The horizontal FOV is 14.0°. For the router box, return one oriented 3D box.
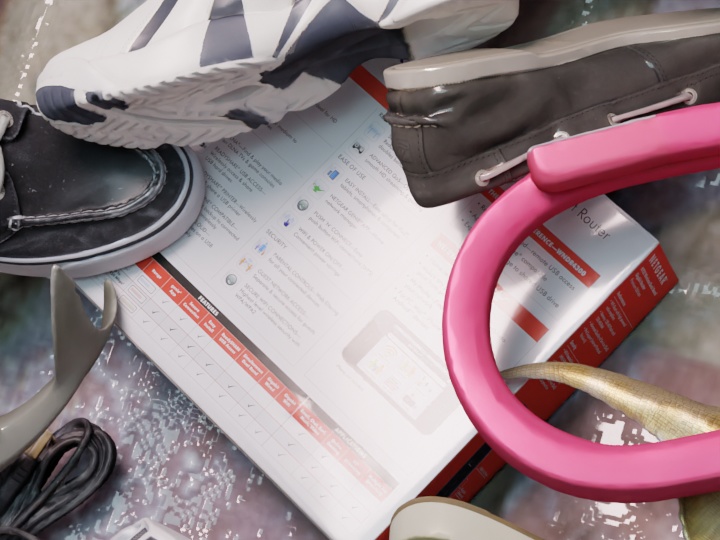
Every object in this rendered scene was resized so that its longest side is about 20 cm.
[{"bbox_3d":[0.000,0.000,1.224,0.179,0.049,0.200,-45,64,-3],"label":"router box"}]

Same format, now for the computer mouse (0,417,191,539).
[{"bbox_3d":[-0.084,0.145,1.200,0.200,0.044,0.110,31,80,28],"label":"computer mouse"}]

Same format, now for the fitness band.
[{"bbox_3d":[0.129,0.012,1.115,0.199,0.037,0.144,-12,76,3],"label":"fitness band"}]

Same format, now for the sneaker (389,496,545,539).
[{"bbox_3d":[0.088,0.157,1.106,0.200,0.067,0.090,17,46,15],"label":"sneaker"}]

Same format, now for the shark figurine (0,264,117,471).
[{"bbox_3d":[-0.195,0.063,1.216,0.214,0.089,0.129,-6,73,36],"label":"shark figurine"}]

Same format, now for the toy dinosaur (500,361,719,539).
[{"bbox_3d":[0.154,0.071,1.130,0.200,0.058,0.101,42,69,11],"label":"toy dinosaur"}]

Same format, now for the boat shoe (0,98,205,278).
[{"bbox_3d":[-0.165,-0.043,1.208,0.199,0.068,0.072,5,75,3],"label":"boat shoe"}]

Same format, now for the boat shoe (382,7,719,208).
[{"bbox_3d":[0.097,-0.069,1.187,0.200,0.067,0.057,-12,101,-28],"label":"boat shoe"}]

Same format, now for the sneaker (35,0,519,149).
[{"bbox_3d":[-0.045,-0.134,1.187,0.199,0.079,0.130,-19,70,12],"label":"sneaker"}]
